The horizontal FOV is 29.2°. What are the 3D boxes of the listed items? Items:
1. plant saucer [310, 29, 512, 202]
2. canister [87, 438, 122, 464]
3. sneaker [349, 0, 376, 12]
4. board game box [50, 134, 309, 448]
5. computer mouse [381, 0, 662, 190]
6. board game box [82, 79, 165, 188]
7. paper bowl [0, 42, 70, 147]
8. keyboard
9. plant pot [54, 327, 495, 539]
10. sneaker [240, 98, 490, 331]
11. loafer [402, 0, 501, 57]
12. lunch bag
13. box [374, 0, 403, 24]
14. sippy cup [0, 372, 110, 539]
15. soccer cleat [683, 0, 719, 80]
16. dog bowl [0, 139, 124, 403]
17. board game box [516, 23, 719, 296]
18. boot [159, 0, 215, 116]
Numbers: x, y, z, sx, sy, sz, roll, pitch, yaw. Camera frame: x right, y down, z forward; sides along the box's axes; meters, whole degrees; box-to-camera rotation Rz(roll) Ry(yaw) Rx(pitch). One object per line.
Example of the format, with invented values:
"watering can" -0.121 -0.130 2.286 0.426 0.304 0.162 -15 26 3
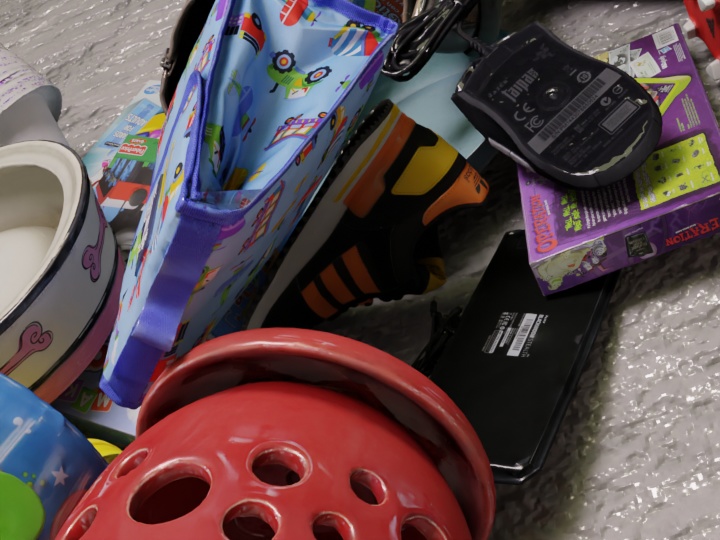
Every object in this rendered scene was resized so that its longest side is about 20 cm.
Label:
"plant saucer" 0.029 -0.082 0.901 0.199 0.027 0.201 -30 29 18
"canister" -0.226 0.152 0.812 0.198 0.087 0.149 12 57 44
"sneaker" -0.028 -0.171 0.919 0.075 0.201 0.106 9 55 8
"board game box" -0.134 0.010 0.870 0.150 0.037 0.202 10 63 34
"computer mouse" 0.116 -0.122 0.802 0.141 0.046 0.199 -46 51 -9
"board game box" -0.155 -0.051 1.007 0.150 0.047 0.201 11 56 42
"paper bowl" -0.291 -0.062 1.024 0.202 0.104 0.201 -55 -1 -2
"keyboard" 0.077 0.047 0.746 0.103 0.040 0.201 4 38 26
"plant pot" -0.039 0.144 0.605 0.198 0.202 0.184 -13 34 24
"sneaker" 0.000 0.000 0.795 0.201 0.089 0.070 -57 2 39
"loafer" 0.046 -0.233 0.905 0.062 0.072 0.203 -3 66 -14
"lunch bag" -0.068 -0.033 0.682 0.151 0.093 0.201 -57 11 45
"box" 0.051 -0.256 1.033 0.099 0.096 0.201 -3 47 43
"sippy cup" -0.188 0.120 0.642 0.176 0.140 0.131 17 60 36
"soccer cleat" 0.259 -0.135 0.795 0.084 0.069 0.200 -28 41 -8
"dog bowl" -0.228 0.018 0.829 0.198 0.074 0.202 -22 39 18
"board game box" 0.150 -0.071 0.808 0.119 0.033 0.201 -17 32 14
"boot" -0.087 -0.194 0.946 0.069 0.203 0.146 15 20 3
